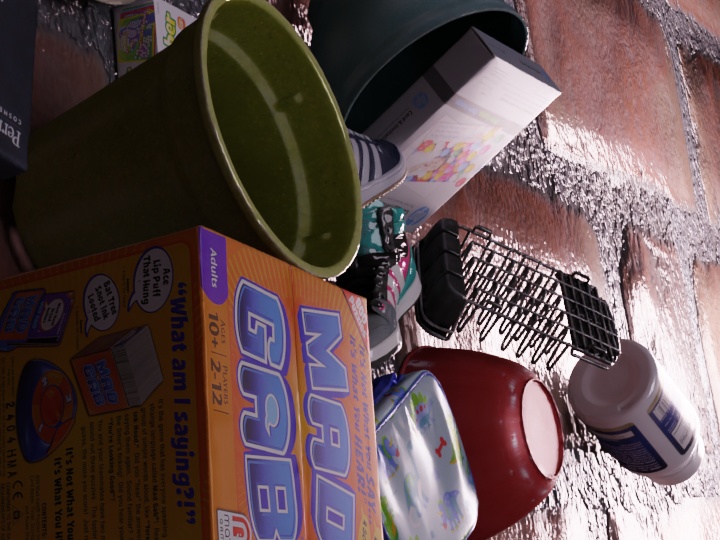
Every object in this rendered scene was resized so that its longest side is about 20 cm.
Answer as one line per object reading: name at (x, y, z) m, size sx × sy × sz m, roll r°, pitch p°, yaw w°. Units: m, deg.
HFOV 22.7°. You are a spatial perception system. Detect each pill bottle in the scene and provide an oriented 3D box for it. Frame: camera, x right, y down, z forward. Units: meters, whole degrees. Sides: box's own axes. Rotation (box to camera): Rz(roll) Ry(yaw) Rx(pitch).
pill bottle at (0.328, 0.172, 2.089) m, size 0.200 × 0.111 × 0.111 m, roll 47°, pitch 39°, yaw -46°

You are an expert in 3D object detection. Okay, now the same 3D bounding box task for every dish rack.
dish rack at (0.149, 0.031, 1.698) m, size 0.199 × 0.055 × 0.154 m, roll 23°, pitch 30°, yaw -14°

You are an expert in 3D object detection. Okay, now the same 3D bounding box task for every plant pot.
plant pot at (-0.126, -0.062, 1.210) m, size 0.200 × 0.184 × 0.201 m, roll 47°, pitch 32°, yaw -42°
plant pot at (0.034, -0.213, 1.634) m, size 0.134 × 0.200 × 0.200 m, roll 56°, pitch 19°, yaw 23°

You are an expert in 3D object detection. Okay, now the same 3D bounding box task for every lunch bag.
lunch bag at (0.025, 0.181, 1.516) m, size 0.200 × 0.082 × 0.161 m, roll -46°, pitch 120°, yaw -60°

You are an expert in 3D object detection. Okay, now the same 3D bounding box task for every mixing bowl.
mixing bowl at (0.124, 0.158, 1.697) m, size 0.200 × 0.108 × 0.201 m, roll 37°, pitch 46°, yaw -51°

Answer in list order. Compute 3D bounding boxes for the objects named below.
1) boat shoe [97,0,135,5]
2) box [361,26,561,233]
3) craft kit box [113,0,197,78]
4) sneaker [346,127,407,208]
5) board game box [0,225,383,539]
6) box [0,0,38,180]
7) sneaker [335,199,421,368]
boat shoe at (-0.183, -0.247, 1.354) m, size 0.200 × 0.063 × 0.073 m, roll -36°, pitch 137°, yaw -58°
box at (0.072, -0.123, 1.634) m, size 0.041 × 0.200 × 0.156 m, roll 55°, pitch 18°, yaw 23°
craft kit box at (-0.116, -0.092, 1.416) m, size 0.197 × 0.048 × 0.201 m, roll 18°, pitch 62°, yaw -57°
sneaker at (-0.027, -0.103, 1.473) m, size 0.200 × 0.070 × 0.109 m, roll -40°, pitch 116°, yaw -58°
board game box at (-0.122, 0.110, 1.125) m, size 0.200 × 0.199 × 0.201 m, roll 25°, pitch 57°, yaw -57°
box at (-0.288, -0.167, 1.029) m, size 0.197 × 0.117 × 0.201 m, roll 34°, pitch 49°, yaw -54°
sneaker at (0.000, 0.000, 1.549) m, size 0.200 × 0.083 × 0.121 m, roll -64°, pitch 139°, yaw -63°
